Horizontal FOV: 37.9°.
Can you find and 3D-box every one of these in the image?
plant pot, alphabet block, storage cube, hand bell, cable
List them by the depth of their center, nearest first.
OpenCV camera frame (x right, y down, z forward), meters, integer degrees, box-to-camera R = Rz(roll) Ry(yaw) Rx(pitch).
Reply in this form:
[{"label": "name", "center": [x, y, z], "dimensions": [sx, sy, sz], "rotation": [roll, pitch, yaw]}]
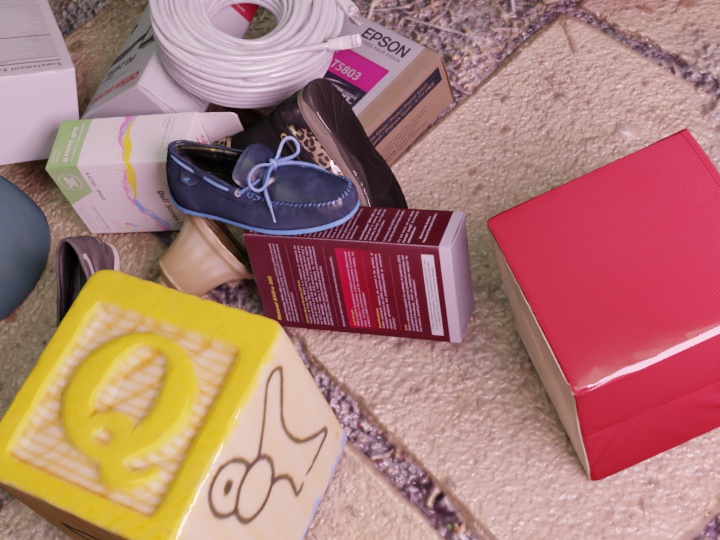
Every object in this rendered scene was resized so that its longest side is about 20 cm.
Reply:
[{"label": "storage cube", "center": [0.223, 0.030, 0.846], "dimensions": [0.178, 0.171, 0.201], "rotation": [-24, 54, 2]}, {"label": "alphabet block", "center": [-0.150, 0.147, 0.863], "dimensions": [0.194, 0.201, 0.197], "rotation": [13, 61, 24]}, {"label": "hand bell", "center": [-0.207, 0.032, 1.042], "dimensions": [0.200, 0.104, 0.104], "rotation": [-41, 54, 3]}, {"label": "cable", "center": [-0.117, -0.260, 1.073], "dimensions": [0.198, 0.069, 0.201], "rotation": [-24, 69, -18]}, {"label": "plant pot", "center": [-0.454, -0.043, 1.122], "dimensions": [0.197, 0.135, 0.202], "rotation": [-8, 55, 11]}]

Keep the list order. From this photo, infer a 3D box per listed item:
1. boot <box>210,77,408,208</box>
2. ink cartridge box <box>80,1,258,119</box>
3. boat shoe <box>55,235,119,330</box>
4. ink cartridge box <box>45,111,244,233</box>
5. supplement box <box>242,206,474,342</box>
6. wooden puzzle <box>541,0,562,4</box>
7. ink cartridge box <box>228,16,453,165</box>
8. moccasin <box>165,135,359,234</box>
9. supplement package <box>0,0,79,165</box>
[{"label": "boot", "center": [-0.048, -0.072, 1.021], "dimensions": [0.149, 0.201, 0.073], "rotation": [-18, 25, 32]}, {"label": "ink cartridge box", "center": [-0.211, -0.236, 1.172], "dimensions": [0.144, 0.083, 0.202], "rotation": [-14, 46, 49]}, {"label": "boat shoe", "center": [-0.268, 0.065, 1.002], "dimensions": [0.066, 0.057, 0.203], "rotation": [-8, 78, 27]}, {"label": "ink cartridge box", "center": [-0.210, -0.100, 1.095], "dimensions": [0.197, 0.118, 0.068], "rotation": [-2, 55, 16]}, {"label": "supplement box", "center": [0.000, 0.000, 0.966], "dimensions": [0.197, 0.110, 0.061], "rotation": [4, 38, 19]}, {"label": "wooden puzzle", "center": [0.286, -0.369, 1.173], "dimensions": [0.183, 0.047, 0.202], "rotation": [-8, 51, 11]}, {"label": "ink cartridge box", "center": [-0.028, -0.192, 1.129], "dimensions": [0.199, 0.075, 0.165], "rotation": [33, 72, 32]}, {"label": "moccasin", "center": [-0.098, -0.079, 0.947], "dimensions": [0.198, 0.069, 0.081], "rotation": [5, 38, 22]}, {"label": "supplement package", "center": [-0.395, -0.223, 1.201], "dimensions": [0.112, 0.111, 0.201], "rotation": [-11, 41, -20]}]
